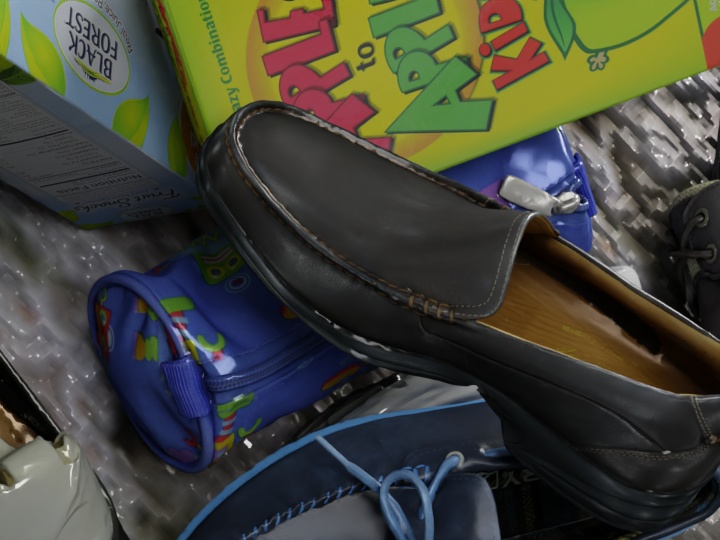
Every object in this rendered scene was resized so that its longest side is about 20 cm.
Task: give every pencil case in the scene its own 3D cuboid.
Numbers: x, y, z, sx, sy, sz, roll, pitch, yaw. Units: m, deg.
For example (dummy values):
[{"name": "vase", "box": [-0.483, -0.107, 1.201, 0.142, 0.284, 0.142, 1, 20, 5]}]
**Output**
[{"name": "pencil case", "box": [0.000, 0.000, 0.766, 0.199, 0.087, 0.078, -27, 105, -23]}]

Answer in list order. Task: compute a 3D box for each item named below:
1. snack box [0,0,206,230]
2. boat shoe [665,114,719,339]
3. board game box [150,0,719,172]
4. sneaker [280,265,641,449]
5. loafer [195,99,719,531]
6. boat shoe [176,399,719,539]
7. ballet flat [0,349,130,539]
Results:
[{"name": "snack box", "box": [-0.116, -0.124, 0.709, 0.200, 0.067, 0.169, 35, 51, -59]}, {"name": "boat shoe", "box": [0.157, -0.014, 0.855, 0.065, 0.073, 0.201, 23, 62, -2]}, {"name": "board game box", "box": [0.032, -0.095, 0.723, 0.199, 0.048, 0.102, -21, 115, -8]}, {"name": "sneaker", "box": [0.046, 0.076, 0.773, 0.199, 0.078, 0.100, -27, 89, -26]}, {"name": "loafer", "box": [0.040, 0.001, 0.665, 0.200, 0.072, 0.073, 32, 50, -2]}, {"name": "boat shoe", "box": [0.032, 0.082, 0.696, 0.199, 0.069, 0.084, -23, 117, -16]}, {"name": "ballet flat", "box": [-0.135, 0.059, 0.705, 0.068, 0.068, 0.200, -37, 90, -28]}]
